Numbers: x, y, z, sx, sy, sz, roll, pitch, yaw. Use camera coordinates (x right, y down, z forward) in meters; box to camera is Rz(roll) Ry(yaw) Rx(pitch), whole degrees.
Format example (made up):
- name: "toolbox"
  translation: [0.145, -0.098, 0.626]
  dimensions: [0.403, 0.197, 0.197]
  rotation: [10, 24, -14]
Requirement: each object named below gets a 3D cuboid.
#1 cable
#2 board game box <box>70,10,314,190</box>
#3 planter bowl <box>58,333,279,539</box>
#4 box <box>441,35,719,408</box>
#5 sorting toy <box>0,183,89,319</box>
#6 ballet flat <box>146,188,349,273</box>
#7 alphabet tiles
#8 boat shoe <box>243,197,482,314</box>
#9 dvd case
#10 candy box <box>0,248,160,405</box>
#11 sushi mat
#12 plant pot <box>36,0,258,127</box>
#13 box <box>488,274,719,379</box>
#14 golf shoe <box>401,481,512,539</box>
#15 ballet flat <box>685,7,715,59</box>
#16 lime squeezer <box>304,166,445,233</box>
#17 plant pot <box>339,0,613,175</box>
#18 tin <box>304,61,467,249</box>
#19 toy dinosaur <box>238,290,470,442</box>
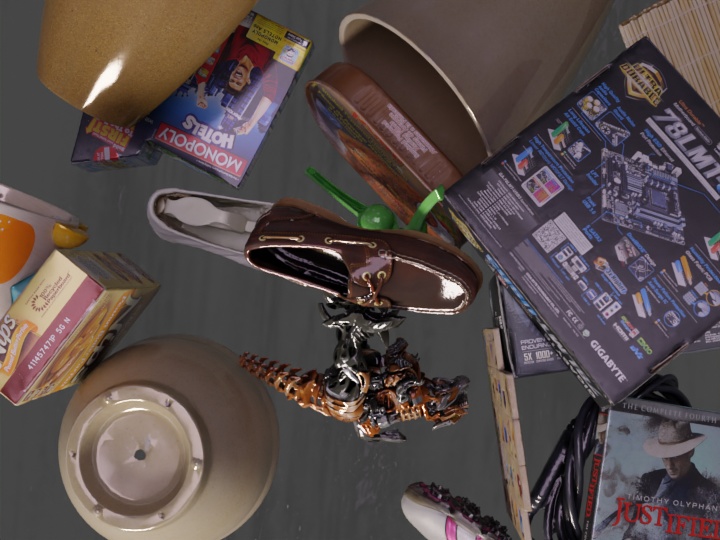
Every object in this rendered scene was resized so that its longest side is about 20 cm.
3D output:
- name: "cable"
  translation: [0.240, 0.184, 0.883]
  dimensions: [0.163, 0.051, 0.201]
  rotation: [33, 78, -5]
- name: "board game box"
  translation: [-0.171, -0.161, 0.950]
  dimensions: [0.199, 0.062, 0.201]
  rotation: [28, 90, 6]
- name: "planter bowl"
  translation: [-0.180, 0.156, 0.896]
  dimensions: [0.198, 0.135, 0.202]
  rotation: [0, 86, 6]
- name: "box"
  translation: [0.196, -0.037, 0.756]
  dimensions: [0.198, 0.050, 0.200]
  rotation: [-38, 79, -5]
- name: "sorting toy"
  translation: [-0.322, 0.025, 0.909]
  dimensions: [0.106, 0.200, 0.181]
  rotation: [21, 92, -17]
- name: "ballet flat"
  translation: [-0.104, -0.038, 0.935]
  dimensions: [0.198, 0.069, 0.070]
  rotation: [11, 88, 5]
- name: "alphabet tiles"
  translation: [0.120, 0.130, 0.837]
  dimensions: [0.007, 0.200, 0.169]
  rotation: [-7, 86, 2]
- name: "boat shoe"
  translation: [0.000, 0.000, 0.854]
  dimensions: [0.198, 0.070, 0.071]
  rotation: [15, 127, 13]
- name: "dvd case"
  translation: [0.255, 0.213, 0.856]
  dimensions: [0.145, 0.022, 0.202]
  rotation: [11, 84, -13]
- name: "candy box"
  translation: [-0.245, 0.043, 0.874]
  dimensions: [0.055, 0.200, 0.116]
  rotation: [38, 91, 2]
- name: "sushi mat"
  translation: [0.302, -0.146, 0.894]
  dimensions: [0.095, 0.012, 0.201]
  rotation: [-26, 108, 4]
- name: "plant pot"
  translation: [-0.183, -0.228, 0.848]
  dimensions: [0.186, 0.186, 0.201]
  rotation: [34, 103, 6]
- name: "box"
  translation: [0.212, 0.032, 0.854]
  dimensions: [0.198, 0.164, 0.087]
  rotation: [-9, 86, 5]
- name: "golf shoe"
  translation: [0.109, 0.268, 0.895]
  dimensions: [0.200, 0.073, 0.092]
  rotation: [38, 92, 6]
- name: "ballet flat"
  translation: [0.326, -0.277, 0.917]
  dimensions: [0.070, 0.071, 0.201]
  rotation: [31, 91, 6]
- name: "lime squeezer"
  translation: [0.017, -0.050, 0.897]
  dimensions: [0.071, 0.199, 0.038]
  rotation: [45, 74, -33]
- name: "plant pot"
  translation: [0.117, -0.200, 0.876]
  dimensions: [0.200, 0.187, 0.187]
  rotation: [-42, 84, -13]
- name: "tin"
  translation: [0.029, -0.100, 0.903]
  dimensions: [0.042, 0.112, 0.200]
  rotation: [-41, 85, -10]
- name: "toy dinosaur"
  translation: [-0.001, 0.091, 0.906]
  dimensions: [0.198, 0.102, 0.137]
  rotation: [-1, 108, -22]
